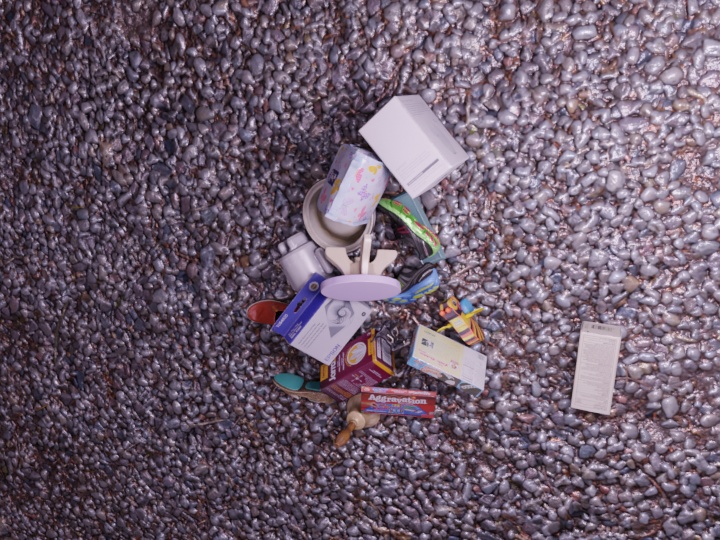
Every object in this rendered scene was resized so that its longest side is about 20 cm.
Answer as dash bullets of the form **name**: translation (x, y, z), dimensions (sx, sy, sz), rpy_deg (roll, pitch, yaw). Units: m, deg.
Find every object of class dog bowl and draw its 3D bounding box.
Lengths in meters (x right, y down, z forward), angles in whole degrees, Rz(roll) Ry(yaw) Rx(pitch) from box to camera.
- **dog bowl**: translation (-0.047, -0.149, 1.720), dimensions (0.199, 0.074, 0.201), rpy_deg (6, 107, 20)

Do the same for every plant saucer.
- **plant saucer**: translation (0.144, -0.105, 1.686), dimensions (0.070, 0.019, 0.200), rpy_deg (-24, 96, 27)

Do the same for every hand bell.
- **hand bell**: translation (-0.027, 0.427, 1.812), dimensions (0.104, 0.200, 0.104), rpy_deg (7, 108, 21)

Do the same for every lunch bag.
- **lunch bag**: translation (-0.016, -0.202, 1.545), dimensions (0.127, 0.200, 0.170), rpy_deg (27, 105, 8)

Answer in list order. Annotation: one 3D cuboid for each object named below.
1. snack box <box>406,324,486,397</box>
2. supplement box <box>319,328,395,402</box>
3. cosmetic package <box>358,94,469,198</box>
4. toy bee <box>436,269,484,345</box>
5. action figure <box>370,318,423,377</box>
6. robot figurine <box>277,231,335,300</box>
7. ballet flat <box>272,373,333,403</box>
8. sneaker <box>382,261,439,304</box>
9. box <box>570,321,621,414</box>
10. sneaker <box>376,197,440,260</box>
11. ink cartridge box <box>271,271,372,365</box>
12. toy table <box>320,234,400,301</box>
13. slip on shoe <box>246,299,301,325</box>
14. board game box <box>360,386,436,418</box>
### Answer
- **snack box**: translation (0.219, 0.225, 1.667), dimensions (0.200, 0.116, 0.037), rpy_deg (26, 131, -5)
- **supplement box**: translation (-0.010, 0.258, 1.791), dimensions (0.200, 0.111, 0.086), rpy_deg (-32, 127, 26)
- **cosmetic package**: translation (0.127, -0.291, 1.535), dimensions (0.123, 0.199, 0.200), rpy_deg (-38, 89, 25)
- **toy bee**: translation (0.232, 0.112, 1.665), dimensions (0.200, 0.109, 0.131), rpy_deg (38, 118, 8)
- **action figure**: translation (0.127, 0.215, 1.726), dimensions (0.200, 0.119, 0.102), rpy_deg (37, 118, 2)
- **robot figurine**: translation (-0.141, -0.001, 1.779), dimensions (0.169, 0.113, 0.200), rpy_deg (-27, 94, 46)
- **ballet flat**: translation (-0.162, 0.349, 1.921), dimensions (0.199, 0.071, 0.065), rpy_deg (10, 123, 23)
- **sneaker**: translation (0.121, 0.034, 1.712), dimensions (0.199, 0.071, 0.083), rpy_deg (-26, 57, 39)
- **box**: translation (0.561, 0.232, 1.582), dimensions (0.095, 0.078, 0.201), rpy_deg (9, 109, 19)
- **sneaker**: translation (0.106, -0.102, 1.651), dimensions (0.200, 0.077, 0.084), rpy_deg (45, 113, 6)
- **ink cartridge box**: translation (-0.100, 0.131, 1.749), dimensions (0.200, 0.041, 0.200), rpy_deg (33, 98, -33)
- **toy table**: translation (0.000, 0.000, 1.665), dimensions (0.184, 0.199, 0.117), rpy_deg (133, 139, -57)
- **slip on shoe**: translation (-0.241, 0.127, 1.888), dimensions (0.199, 0.061, 0.074), rpy_deg (5, 109, 22)
- **board game box**: translation (0.101, 0.355, 1.785), dimensions (0.199, 0.019, 0.103), rpy_deg (4, 134, 4)
